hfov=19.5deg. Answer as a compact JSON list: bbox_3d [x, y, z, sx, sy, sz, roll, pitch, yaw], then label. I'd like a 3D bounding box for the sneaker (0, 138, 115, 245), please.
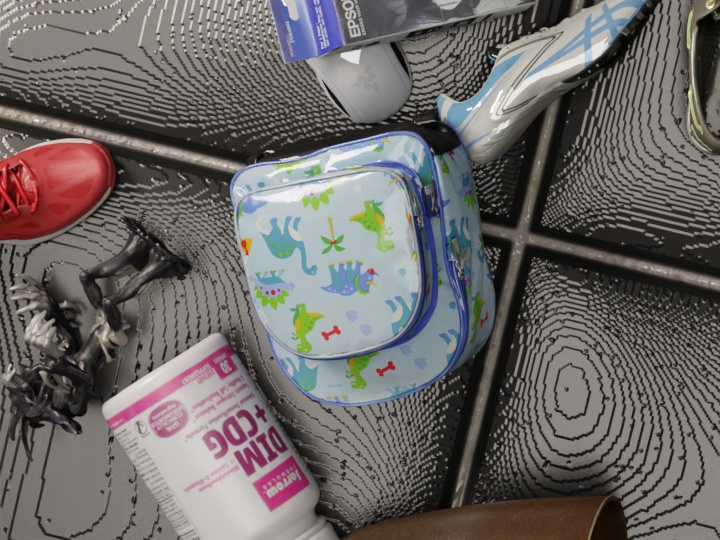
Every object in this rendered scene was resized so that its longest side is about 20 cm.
[{"bbox_3d":[-0.292,-0.049,1.630,0.200,0.116,0.078,-22,91,5],"label":"sneaker"}]

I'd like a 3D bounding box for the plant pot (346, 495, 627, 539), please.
[{"bbox_3d":[0.087,0.253,1.596,0.200,0.187,0.187,5,93,18],"label":"plant pot"}]

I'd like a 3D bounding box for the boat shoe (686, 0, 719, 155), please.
[{"bbox_3d":[0.286,-0.189,1.604,0.072,0.060,0.202,4,93,4],"label":"boat shoe"}]

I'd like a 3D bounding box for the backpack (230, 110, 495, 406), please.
[{"bbox_3d":[0.000,0.000,1.587,0.183,0.147,0.200,-11,100,22],"label":"backpack"}]

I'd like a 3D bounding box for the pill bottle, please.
[{"bbox_3d":[-0.103,0.160,1.626,0.113,0.113,0.200,-33,90,5],"label":"pill bottle"}]

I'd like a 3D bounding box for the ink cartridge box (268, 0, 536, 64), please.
[{"bbox_3d":[0.027,-0.227,1.606,0.200,0.039,0.100,-15,89,-11],"label":"ink cartridge box"}]

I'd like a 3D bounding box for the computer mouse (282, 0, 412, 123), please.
[{"bbox_3d":[-0.027,-0.207,1.637,0.110,0.044,0.200,-34,90,4],"label":"computer mouse"}]

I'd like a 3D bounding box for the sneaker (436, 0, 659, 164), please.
[{"bbox_3d":[0.146,-0.165,1.614,0.200,0.072,0.072,-38,82,2],"label":"sneaker"}]

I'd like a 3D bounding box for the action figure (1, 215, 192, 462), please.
[{"bbox_3d":[-0.228,0.047,1.633,0.102,0.119,0.200,38,90,-35],"label":"action figure"}]
